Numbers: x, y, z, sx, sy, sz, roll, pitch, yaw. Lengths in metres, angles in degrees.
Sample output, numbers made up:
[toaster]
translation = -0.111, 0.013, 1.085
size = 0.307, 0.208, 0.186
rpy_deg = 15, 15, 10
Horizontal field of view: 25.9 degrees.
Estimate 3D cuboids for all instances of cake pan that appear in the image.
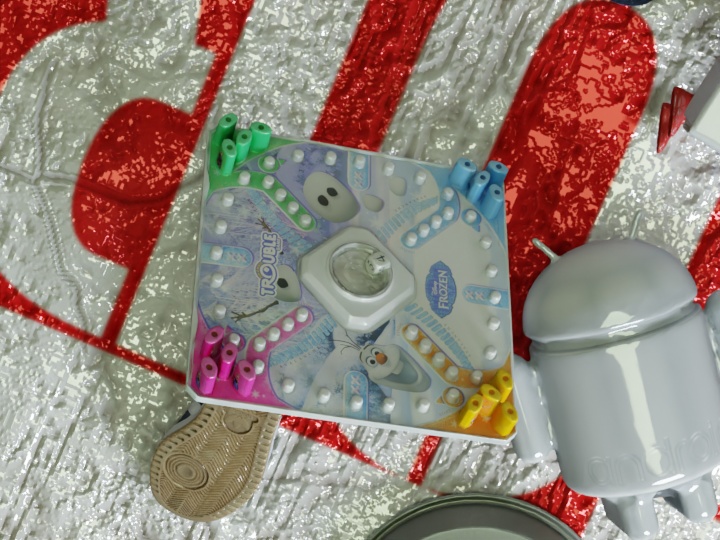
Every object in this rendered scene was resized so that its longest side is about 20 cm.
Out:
[cake pan]
translation = 0.078, 0.253, 1.061
size = 0.199, 0.037, 0.201
rpy_deg = 0, 97, 1

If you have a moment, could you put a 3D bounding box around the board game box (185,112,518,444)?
[board game box]
translation = 0.000, 0.000, 0.956
size = 0.199, 0.026, 0.201
rpy_deg = 9, 55, -12

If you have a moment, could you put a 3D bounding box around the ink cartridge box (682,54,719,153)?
[ink cartridge box]
translation = 0.309, -0.092, 0.917
size = 0.200, 0.084, 0.146
rpy_deg = 31, 102, 4

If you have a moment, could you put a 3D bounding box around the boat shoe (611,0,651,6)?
[boat shoe]
translation = 0.172, -0.268, 0.978
size = 0.084, 0.069, 0.201
rpy_deg = 0, 97, 2

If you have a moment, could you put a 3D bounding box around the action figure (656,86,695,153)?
[action figure]
translation = 0.292, -0.075, 1.003
size = 0.199, 0.065, 0.052
rpy_deg = 9, 75, 2

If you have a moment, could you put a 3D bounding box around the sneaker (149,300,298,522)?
[sneaker]
translation = -0.074, 0.074, 1.036
size = 0.070, 0.109, 0.200
rpy_deg = 26, 127, -4

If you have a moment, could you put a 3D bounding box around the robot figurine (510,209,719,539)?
[robot figurine]
translation = 0.170, 0.066, 0.997
size = 0.169, 0.113, 0.201
rpy_deg = -17, 97, -9
